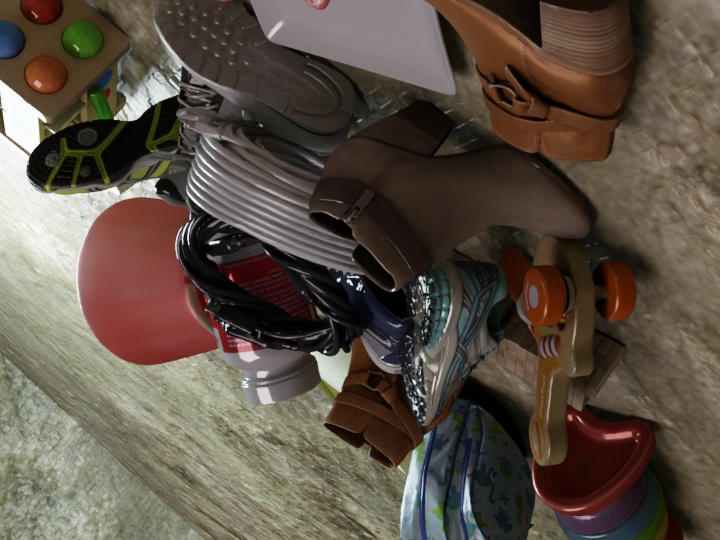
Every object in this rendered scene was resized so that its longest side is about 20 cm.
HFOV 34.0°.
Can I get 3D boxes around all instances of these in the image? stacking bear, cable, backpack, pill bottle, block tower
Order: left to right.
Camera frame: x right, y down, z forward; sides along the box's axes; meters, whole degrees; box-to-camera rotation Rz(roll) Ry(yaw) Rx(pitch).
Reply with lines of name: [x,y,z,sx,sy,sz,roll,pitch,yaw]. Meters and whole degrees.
pill bottle: [-0.105,0.032,1.236,0.112,0.112,0.202,1,109,54]
cable: [-0.080,0.012,1.103,0.198,0.051,0.164,19,138,25]
cable: [-0.053,-0.063,1.018,0.199,0.070,0.199,33,-166,27]
backpack: [0.115,0.243,1.261,0.153,0.201,0.164,1,136,42]
block tower: [0.139,0.052,1.077,0.199,0.054,0.058,30,155,22]
stacking bear: [0.260,0.243,1.173,0.121,0.114,0.200,10,147,48]

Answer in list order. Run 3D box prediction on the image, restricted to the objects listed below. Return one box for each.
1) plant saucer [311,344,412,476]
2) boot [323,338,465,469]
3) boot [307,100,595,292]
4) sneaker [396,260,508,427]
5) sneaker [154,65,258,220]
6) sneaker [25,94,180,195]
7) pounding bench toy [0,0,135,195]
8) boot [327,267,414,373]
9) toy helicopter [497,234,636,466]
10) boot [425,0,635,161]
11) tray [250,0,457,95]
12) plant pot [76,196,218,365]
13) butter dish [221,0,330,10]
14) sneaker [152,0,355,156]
plant saucer: [0.010,0.163,1.403,0.201,0.048,0.199,54,167,-30]
boot: [0.005,0.104,1.234,0.199,0.155,0.074,27,154,26]
boot: [0.063,-0.041,0.910,0.199,0.147,0.070,33,154,14]
sneaker: [0.085,0.068,1.026,0.201,0.085,0.078,97,160,-51]
sneaker: [-0.148,-0.122,1.084,0.074,0.116,0.202,19,136,30]
sneaker: [-0.232,-0.110,1.175,0.077,0.198,0.076,97,154,-64]
pounding bench toy: [-0.297,-0.183,1.216,0.199,0.125,0.156,39,156,2]
boot: [0.000,0.000,1.132,0.200,0.072,0.091,50,157,27]
toy helicopter: [0.157,0.065,0.979,0.132,0.078,0.202,-129,37,-64]
boot: [0.090,-0.156,0.783,0.198,0.077,0.156,21,154,21]
tray: [-0.012,-0.201,0.897,0.199,0.022,0.108,23,150,34]
plant pot: [-0.198,0.010,1.347,0.176,0.201,0.201,-2,133,45]
butter dish: [-0.110,-0.259,0.765,0.200,0.148,0.200,47,157,7]
sneaker: [-0.097,-0.166,1.018,0.199,0.077,0.081,36,164,4]
